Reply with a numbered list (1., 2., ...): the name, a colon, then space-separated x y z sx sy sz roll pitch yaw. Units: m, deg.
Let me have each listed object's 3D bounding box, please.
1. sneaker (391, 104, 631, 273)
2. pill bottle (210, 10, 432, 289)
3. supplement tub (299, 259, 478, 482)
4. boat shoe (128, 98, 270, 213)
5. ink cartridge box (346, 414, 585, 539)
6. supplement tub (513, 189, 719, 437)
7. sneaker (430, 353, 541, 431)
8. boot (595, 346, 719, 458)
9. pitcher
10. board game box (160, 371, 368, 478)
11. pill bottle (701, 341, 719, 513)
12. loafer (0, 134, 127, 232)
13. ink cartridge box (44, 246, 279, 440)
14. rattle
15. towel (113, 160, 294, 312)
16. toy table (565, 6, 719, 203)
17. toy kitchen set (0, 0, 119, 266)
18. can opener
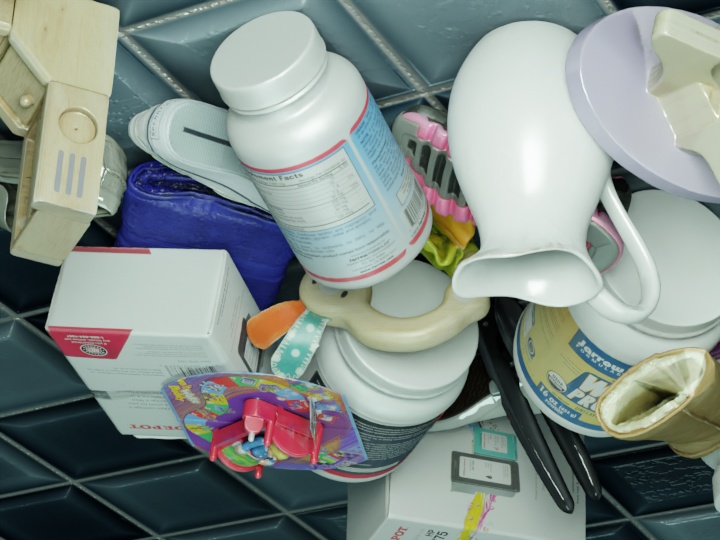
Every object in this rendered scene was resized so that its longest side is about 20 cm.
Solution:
1. sneaker: 0.120 -0.076 1.684 0.200 0.095 0.079 30 141 2
2. pill bottle: -0.031 -0.088 1.609 0.108 0.109 0.200 -11 132 22
3. supplement tub: 0.012 0.088 1.917 0.140 0.141 0.200 10 150 -15
4. boat shoe: -0.087 -0.090 1.696 0.200 0.074 0.067 25 171 -36
5. ink cartridge box: 0.099 0.214 2.131 0.199 0.146 0.147 10 150 -13
6. supplement tub: 0.218 0.035 1.805 0.144 0.145 0.200 8 150 -11
7. sneaker: 0.130 0.115 2.027 0.200 0.073 0.085 -18 143 29
8. boot: 0.285 0.086 1.713 0.175 0.066 0.200 -40 157 11
9. pitcher: 0.142 -0.065 1.573 0.171 0.201 0.121 20 146 -31
10. board game box: -0.082 0.145 1.847 0.157 0.039 0.200 3 152 11
11. pill bottle: 0.337 0.107 1.870 0.112 0.201 0.112 1 151 1
12. loafer: -0.282 -0.065 1.731 0.199 0.070 0.070 -6 150 13
13. ink cartridge box: -0.159 0.064 1.854 0.145 0.084 0.200 1 151 15
14. rattle: 0.000 0.000 1.756 0.199 0.131 0.143 -10 160 -1
15. towel: -0.129 -0.025 1.824 0.147 0.050 0.200 13 151 -6
16. toy table: 0.254 -0.125 1.510 0.199 0.184 0.117 7 169 -27
17. toy kitchen set: -0.262 -0.139 1.485 0.199 0.181 0.163 15 147 -20
18. can opener: 0.151 0.118 1.922 0.063 0.200 0.079 -23 168 14
